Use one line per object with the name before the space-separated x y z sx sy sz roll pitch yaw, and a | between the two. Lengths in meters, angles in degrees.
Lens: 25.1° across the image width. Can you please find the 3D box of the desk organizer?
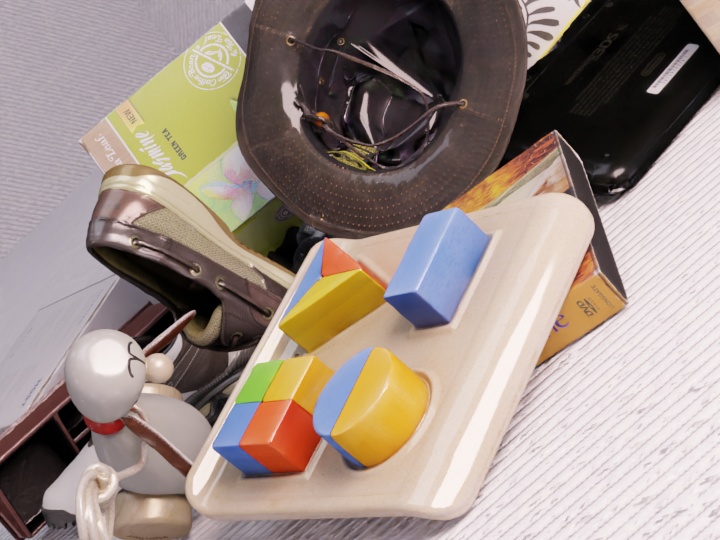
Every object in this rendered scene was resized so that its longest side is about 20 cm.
desk organizer | -0.195 0.109 1.207 0.200 0.072 0.077 -44 12 -23

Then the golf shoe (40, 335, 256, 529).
golf shoe | -0.160 0.096 1.130 0.200 0.095 0.078 -40 14 7

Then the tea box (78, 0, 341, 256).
tea box | -0.056 -0.078 1.151 0.197 0.134 0.200 -40 -20 3

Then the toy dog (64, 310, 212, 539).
toy dog | -0.106 0.091 0.922 0.096 0.132 0.200 -7 -4 -3

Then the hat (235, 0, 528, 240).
hat | 0.023 -0.116 0.973 0.200 0.201 0.081 -35 -15 21

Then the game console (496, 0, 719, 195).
game console | 0.157 -0.095 1.044 0.176 0.117 0.200 18 54 39

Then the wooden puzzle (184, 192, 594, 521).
wooden puzzle | 0.004 0.039 0.818 0.200 0.046 0.185 -7 46 48

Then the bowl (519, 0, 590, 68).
bowl | 0.136 -0.221 1.170 0.201 0.094 0.201 -49 -4 -4

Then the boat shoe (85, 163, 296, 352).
boat shoe | -0.085 0.018 0.971 0.073 0.200 0.065 -19 39 52

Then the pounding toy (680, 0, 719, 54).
pounding toy | 0.259 -0.217 0.887 0.184 0.142 0.200 -29 17 42

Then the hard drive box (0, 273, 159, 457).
hard drive box | -0.247 0.097 1.348 0.200 0.077 0.156 -19 35 58

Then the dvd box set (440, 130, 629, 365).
dvd box set | 0.043 0.023 0.871 0.200 0.029 0.146 -35 29 19

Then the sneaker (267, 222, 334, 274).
sneaker | 0.000 0.000 1.010 0.076 0.088 0.200 -47 15 -28
